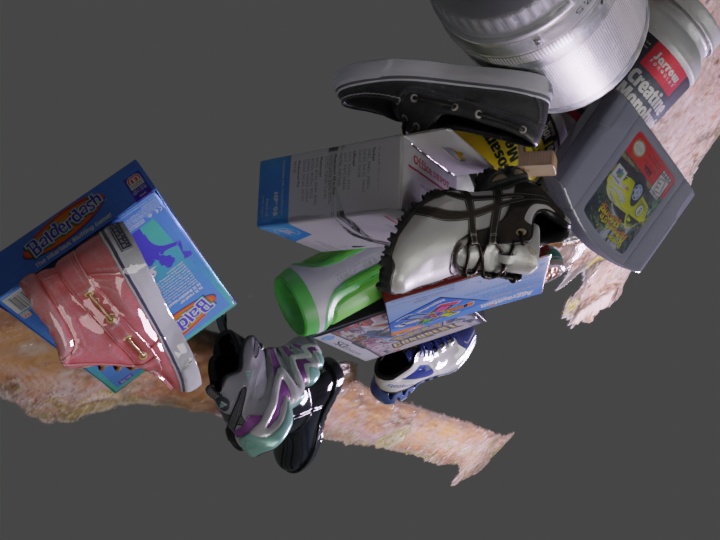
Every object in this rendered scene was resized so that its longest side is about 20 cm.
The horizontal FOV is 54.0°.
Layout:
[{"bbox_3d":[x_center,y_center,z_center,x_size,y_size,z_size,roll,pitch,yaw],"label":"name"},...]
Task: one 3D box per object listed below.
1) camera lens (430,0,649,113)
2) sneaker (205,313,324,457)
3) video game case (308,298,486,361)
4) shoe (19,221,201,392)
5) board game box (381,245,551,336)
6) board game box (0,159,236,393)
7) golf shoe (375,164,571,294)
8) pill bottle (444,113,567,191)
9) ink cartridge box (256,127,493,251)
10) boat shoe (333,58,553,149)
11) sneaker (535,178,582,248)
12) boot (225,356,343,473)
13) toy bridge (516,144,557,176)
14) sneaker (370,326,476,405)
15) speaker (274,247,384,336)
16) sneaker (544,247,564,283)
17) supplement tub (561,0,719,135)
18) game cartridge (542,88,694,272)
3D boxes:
[{"bbox_3d":[0.158,-0.244,0.623,0.161,0.160,0.199,-50,149,15],"label":"camera lens"},{"bbox_3d":[-0.118,0.098,0.815,0.077,0.141,0.201,-30,-163,22],"label":"sneaker"},{"bbox_3d":[0.053,0.069,0.955,0.197,0.026,0.180,-20,155,19],"label":"video game case"},{"bbox_3d":[-0.201,0.053,0.590,0.090,0.072,0.202,-30,143,-17],"label":"shoe"},{"bbox_3d":[0.125,0.025,0.839,0.196,0.020,0.103,-16,151,-1],"label":"board game box"},{"bbox_3d":[-0.213,0.016,0.638,0.151,0.045,0.201,-36,149,-11],"label":"board game box"},{"bbox_3d":[0.101,-0.027,0.599,0.198,0.094,0.079,-31,142,-30],"label":"golf shoe"},{"bbox_3d":[0.125,-0.120,0.792,0.198,0.113,0.113,-33,149,-16],"label":"pill bottle"},{"bbox_3d":[0.014,-0.068,0.657,0.196,0.068,0.115,-4,167,32],"label":"ink cartridge box"},{"bbox_3d":[0.068,-0.140,0.626,0.070,0.195,0.068,33,65,-78],"label":"boat shoe"},{"bbox_3d":[0.204,-0.068,0.836,0.196,0.089,0.076,-10,166,-26],"label":"sneaker"},{"bbox_3d":[-0.119,0.213,0.970,0.166,0.076,0.203,-7,129,-50],"label":"boot"},{"bbox_3d":[0.176,-0.189,0.736,0.027,0.066,0.204,38,57,-59],"label":"toy bridge"},{"bbox_3d":[0.098,0.127,1.115,0.198,0.081,0.116,-33,152,-11],"label":"sneaker"},{"bbox_3d":[0.000,0.000,0.830,0.198,0.089,0.089,-27,148,-25],"label":"speaker"},{"bbox_3d":[0.166,-0.017,0.924,0.196,0.082,0.071,-9,157,30],"label":"sneaker"},{"bbox_3d":[0.304,-0.228,0.835,0.201,0.141,0.140,-49,149,13],"label":"supplement tub"},{"bbox_3d":[0.290,-0.087,0.792,0.199,0.041,0.134,35,94,-33],"label":"game cartridge"}]
